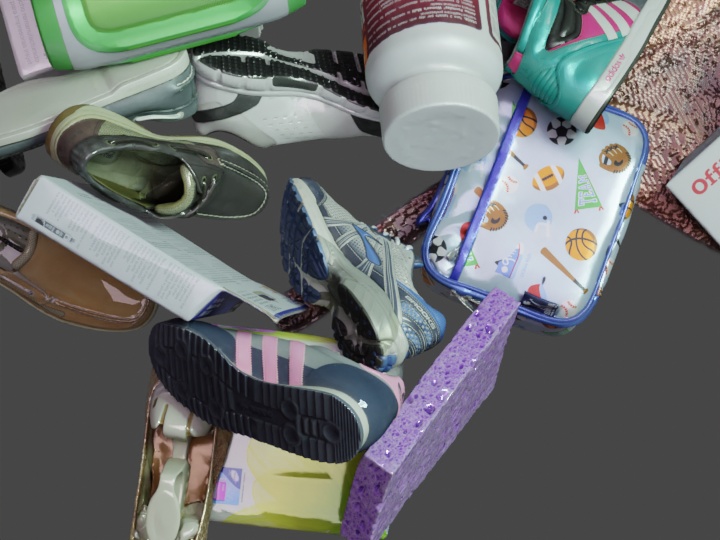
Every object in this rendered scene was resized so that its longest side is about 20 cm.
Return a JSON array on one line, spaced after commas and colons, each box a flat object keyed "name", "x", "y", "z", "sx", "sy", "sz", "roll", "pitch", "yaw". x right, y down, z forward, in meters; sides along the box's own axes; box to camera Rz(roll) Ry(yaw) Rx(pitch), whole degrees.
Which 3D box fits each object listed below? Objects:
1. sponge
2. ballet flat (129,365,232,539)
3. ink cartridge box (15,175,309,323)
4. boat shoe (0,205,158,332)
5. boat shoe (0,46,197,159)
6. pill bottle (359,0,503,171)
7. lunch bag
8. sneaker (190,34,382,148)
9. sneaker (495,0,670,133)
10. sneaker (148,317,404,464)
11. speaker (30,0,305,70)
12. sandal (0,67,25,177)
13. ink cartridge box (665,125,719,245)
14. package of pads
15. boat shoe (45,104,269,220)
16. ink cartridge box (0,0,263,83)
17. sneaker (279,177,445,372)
[{"name": "sponge", "x": 0.054, "y": 0.110, "z": 1.108, "sx": 0.030, "sy": 0.112, "sz": 0.200, "roll": 30, "pitch": 50, "yaw": 15}, {"name": "ballet flat", "x": -0.133, "y": 0.138, "z": 1.095, "sx": 0.070, "sy": 0.065, "sz": 0.201, "roll": 3, "pitch": 83, "yaw": 2}, {"name": "ink cartridge box", "x": -0.142, "y": -0.002, "z": 1.116, "sx": 0.199, "sy": 0.200, "sz": 0.041, "roll": 30, "pitch": 92, "yaw": 4}, {"name": "boat shoe", "x": -0.256, "y": -0.007, "z": 1.173, "sx": 0.199, "sy": 0.076, "sz": 0.072, "roll": 21, "pitch": 81, "yaw": 1}, {"name": "boat shoe", "x": -0.221, "y": -0.117, "z": 1.150, "sx": 0.199, "sy": 0.062, "sz": 0.073, "roll": -21, "pitch": 41, "yaw": -3}, {"name": "pill bottle", "x": 0.055, "y": -0.187, "z": 1.167, "sx": 0.109, "sy": 0.110, "sz": 0.201, "roll": -2, "pitch": 61, "yaw": -3}, {"name": "lunch bag", "x": 0.135, "y": -0.051, "z": 1.198, "sx": 0.160, "sy": 0.076, "sz": 0.201, "roll": 22, "pitch": 80, "yaw": 3}, {"name": "sneaker", "x": -0.048, "y": -0.137, "z": 1.213, "sx": 0.199, "sy": 0.080, "sz": 0.074, "roll": 11, "pitch": 40, "yaw": -12}, {"name": "sneaker", "x": 0.171, "y": -0.201, "z": 1.190, "sx": 0.120, "sy": 0.084, "sz": 0.200, "roll": 33, "pitch": 46, "yaw": 3}, {"name": "sneaker", "x": -0.060, "y": 0.077, "z": 1.052, "sx": 0.199, "sy": 0.082, "sz": 0.071, "roll": 22, "pitch": 120, "yaw": 30}, {"name": "speaker", "x": -0.146, "y": -0.212, "z": 1.119, "sx": 0.199, "sy": 0.088, "sz": 0.089, "roll": -15, "pitch": 83, "yaw": -5}, {"name": "sandal", "x": -0.322, "y": -0.169, "z": 1.198, "sx": 0.045, "sy": 0.075, "sz": 0.201, "roll": -16, "pitch": 85, "yaw": 5}, {"name": "ink cartridge box", "x": 0.363, "y": -0.049, "z": 1.171, "sx": 0.200, "sy": 0.083, "sz": 0.145, "roll": 48, "pitch": 117, "yaw": 4}, {"name": "package of pads", "x": -0.069, "y": 0.124, "z": 1.167, "sx": 0.199, "sy": 0.068, "sz": 0.155, "roll": 7, "pitch": 83, "yaw": -2}, {"name": "boat shoe", "x": -0.148, "y": -0.069, "z": 1.141, "sx": 0.072, "sy": 0.200, "sz": 0.066, "roll": -54, "pitch": 45, "yaw": 20}, {"name": "ink cartridge box", "x": -0.194, "y": -0.241, "z": 1.205, "sx": 0.199, "sy": 0.084, "sz": 0.146, "roll": -17, "pitch": 84, "yaw": -5}, {"name": "sneaker", "x": 0.000, "y": 0.000, "z": 1.171, "sx": 0.085, "sy": 0.077, "sz": 0.200, "roll": -11, "pitch": 51, "yaw": -28}]
